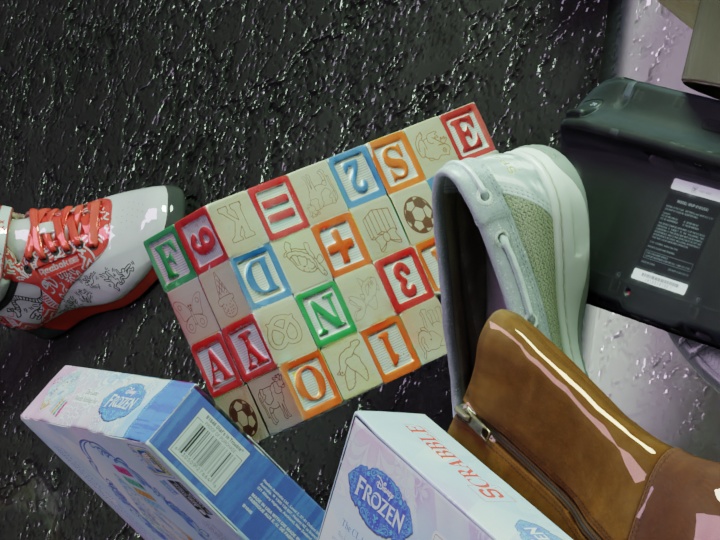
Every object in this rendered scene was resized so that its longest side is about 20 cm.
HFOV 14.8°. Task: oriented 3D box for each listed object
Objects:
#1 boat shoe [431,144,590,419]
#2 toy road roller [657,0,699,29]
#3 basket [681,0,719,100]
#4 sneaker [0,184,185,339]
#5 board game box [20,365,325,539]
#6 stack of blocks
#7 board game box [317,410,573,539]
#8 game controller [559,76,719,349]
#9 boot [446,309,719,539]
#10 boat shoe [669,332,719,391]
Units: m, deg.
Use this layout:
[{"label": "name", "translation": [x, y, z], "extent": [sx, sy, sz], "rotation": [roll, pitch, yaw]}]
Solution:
[{"label": "boat shoe", "translation": [0.063, 0.047, 1.226], "extent": [0.074, 0.065, 0.202], "rotation": [16, 110, 51]}, {"label": "toy road roller", "translation": [0.174, -0.227, 1.344], "extent": [0.146, 0.123, 0.200], "rotation": [-39, 39, 24]}, {"label": "basket", "translation": [0.221, -0.162, 1.209], "extent": [0.180, 0.136, 0.200], "rotation": [-133, 60, -85]}, {"label": "sneaker", "translation": [-0.208, -0.015, 1.845], "extent": [0.201, 0.108, 0.067], "rotation": [-30, 47, 48]}, {"label": "board game box", "translation": [-0.063, 0.132, 1.400], "extent": [0.043, 0.200, 0.199], "rotation": [-49, 19, -17]}, {"label": "stack of blocks", "translation": [0.000, 0.000, 1.406], "extent": [0.059, 0.200, 0.115], "rotation": [-27, 88, 48]}, {"label": "board game box", "translation": [0.036, 0.189, 1.128], "extent": [0.200, 0.041, 0.200], "rotation": [39, 119, 49]}, {"label": "game controller", "translation": [0.150, -0.023, 1.203], "extent": [0.200, 0.042, 0.105], "rotation": [20, 93, 51]}, {"label": "boot", "translation": [0.085, 0.140, 1.128], "extent": [0.200, 0.068, 0.189], "rotation": [33, 116, 40]}, {"label": "boat shoe", "translation": [0.170, -0.003, 1.254], "extent": [0.074, 0.065, 0.202], "rotation": [-44, 40, 13]}]
